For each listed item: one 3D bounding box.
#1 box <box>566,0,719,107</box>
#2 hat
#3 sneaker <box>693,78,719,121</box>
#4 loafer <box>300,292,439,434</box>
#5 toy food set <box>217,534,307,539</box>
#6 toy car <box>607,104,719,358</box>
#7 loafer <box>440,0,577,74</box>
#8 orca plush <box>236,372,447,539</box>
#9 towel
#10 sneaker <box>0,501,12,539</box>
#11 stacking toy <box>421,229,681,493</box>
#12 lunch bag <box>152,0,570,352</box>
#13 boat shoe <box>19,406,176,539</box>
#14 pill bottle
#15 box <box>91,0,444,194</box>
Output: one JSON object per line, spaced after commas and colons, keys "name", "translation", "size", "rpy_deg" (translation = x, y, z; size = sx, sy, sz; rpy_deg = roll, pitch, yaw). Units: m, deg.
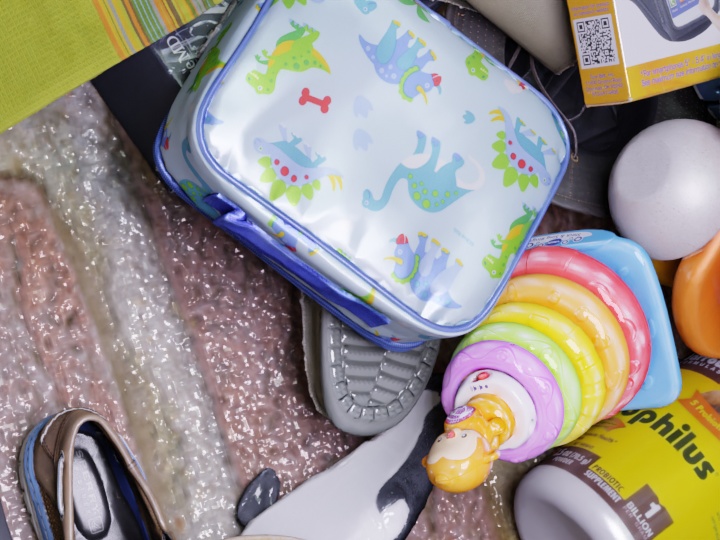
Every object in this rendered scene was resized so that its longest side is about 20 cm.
{"name": "box", "translation": [0.160, -0.201, 1.098], "size": [0.119, 0.041, 0.201], "rpy_deg": [-18, 102, -38]}
{"name": "hat", "translation": [0.121, -0.110, 1.206], "size": [0.200, 0.081, 0.202], "rpy_deg": [10, 68, -26]}
{"name": "sneaker", "translation": [0.288, -0.093, 1.209], "size": [0.200, 0.115, 0.081], "rpy_deg": [53, 48, -32]}
{"name": "loafer", "translation": [0.000, 0.000, 1.132], "size": [0.075, 0.070, 0.201], "rpy_deg": [13, 67, -24]}
{"name": "toy food set", "translation": [-0.065, 0.230, 1.011], "size": [0.198, 0.049, 0.201], "rpy_deg": [30, 93, -29]}
{"name": "toy car", "translation": [0.251, -0.025, 1.103], "size": [0.175, 0.200, 0.150], "rpy_deg": [27, 36, -39]}
{"name": "loafer", "translation": [0.117, -0.153, 1.124], "size": [0.199, 0.075, 0.070], "rpy_deg": [8, 70, -29]}
{"name": "orca plush", "translation": [-0.008, 0.145, 1.116], "size": [0.105, 0.071, 0.200], "rpy_deg": [11, 51, 29]}
{"name": "towel", "translation": [-0.169, -0.139, 1.061], "size": [0.086, 0.199, 0.018], "rpy_deg": [62, 22, -2]}
{"name": "sneaker", "translation": [-0.225, 0.144, 1.013], "size": [0.083, 0.072, 0.201], "rpy_deg": [-19, 83, -23]}
{"name": "stacking toy", "translation": [0.084, 0.064, 1.060], "size": [0.200, 0.116, 0.110], "rpy_deg": [-40, 117, -53]}
{"name": "lunch bag", "translation": [0.000, -0.062, 1.044], "size": [0.200, 0.082, 0.161], "rpy_deg": [35, 68, -17]}
{"name": "boat shoe", "translation": [-0.127, 0.169, 1.041], "size": [0.072, 0.072, 0.201], "rpy_deg": [-23, 86, -25]}
{"name": "pill bottle", "translation": [0.194, 0.116, 1.159], "size": [0.200, 0.109, 0.109], "rpy_deg": [-33, 89, -25]}
{"name": "box", "translation": [-0.083, -0.182, 1.138], "size": [0.182, 0.104, 0.200], "rpy_deg": [-36, 90, -24]}
